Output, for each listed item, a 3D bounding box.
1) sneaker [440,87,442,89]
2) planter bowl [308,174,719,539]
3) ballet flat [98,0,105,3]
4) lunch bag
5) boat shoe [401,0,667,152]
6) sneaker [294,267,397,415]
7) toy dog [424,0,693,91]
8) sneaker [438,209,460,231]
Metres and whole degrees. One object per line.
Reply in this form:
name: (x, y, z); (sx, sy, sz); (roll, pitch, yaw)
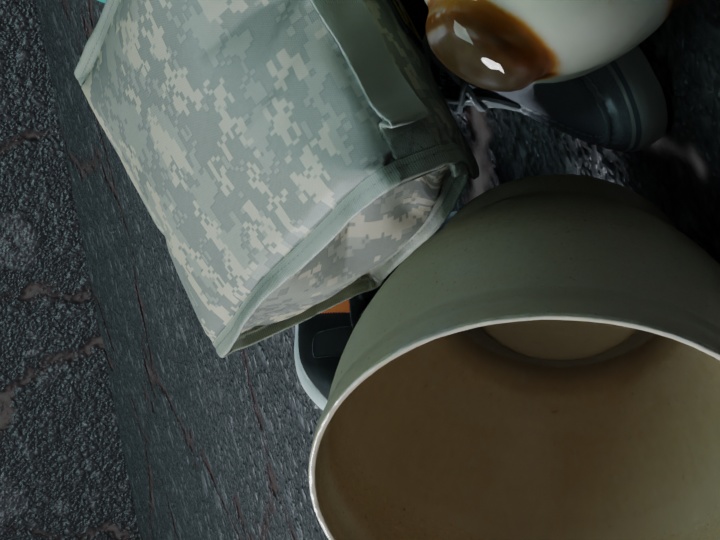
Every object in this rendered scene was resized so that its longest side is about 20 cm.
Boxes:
sneaker: (0.000, -0.146, 0.924); (0.131, 0.079, 0.200); (58, 166, -7)
planter bowl: (0.085, 0.045, 0.697); (0.135, 0.199, 0.201); (-81, -6, -46)
ballet flat: (-0.289, -0.379, 1.798); (0.070, 0.067, 0.201); (-116, 18, -59)
lunch bag: (-0.032, -0.078, 0.712); (0.165, 0.117, 0.200); (62, 155, 9)
boat shoe: (0.055, -0.105, 0.769); (0.201, 0.071, 0.070); (42, 155, 37)
sneaker: (0.000, 0.000, 0.847); (0.200, 0.070, 0.090); (-108, 21, -56)
toy dog: (0.053, -0.168, 0.604); (0.201, 0.139, 0.194); (65, 161, -12)
sneaker: (0.025, 0.008, 1.037); (0.200, 0.076, 0.076); (127, 124, -72)
